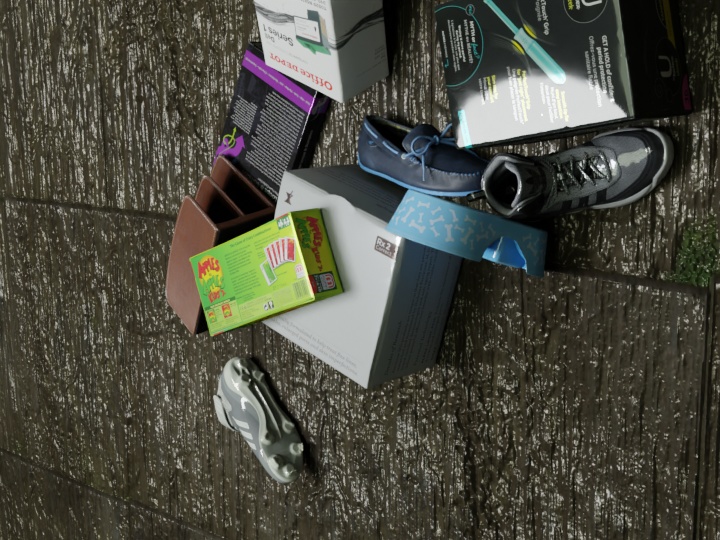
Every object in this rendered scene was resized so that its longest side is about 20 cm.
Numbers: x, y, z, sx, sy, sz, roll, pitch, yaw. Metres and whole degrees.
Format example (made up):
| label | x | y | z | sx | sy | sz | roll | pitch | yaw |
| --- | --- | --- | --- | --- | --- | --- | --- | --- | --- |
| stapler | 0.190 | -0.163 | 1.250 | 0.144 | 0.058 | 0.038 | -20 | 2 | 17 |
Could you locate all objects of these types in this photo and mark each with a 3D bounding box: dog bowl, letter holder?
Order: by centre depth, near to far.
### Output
| label | x | y | z | sx | sy | sz | roll | pitch | yaw |
| --- | --- | --- | --- | --- | --- | --- | --- | --- | --- |
| dog bowl | 0.117 | -0.040 | 1.072 | 0.111 | 0.200 | 0.050 | 24 | 99 | 48 |
| letter holder | -0.209 | -0.039 | 1.403 | 0.142 | 0.101 | 0.200 | 46 | 137 | 26 |

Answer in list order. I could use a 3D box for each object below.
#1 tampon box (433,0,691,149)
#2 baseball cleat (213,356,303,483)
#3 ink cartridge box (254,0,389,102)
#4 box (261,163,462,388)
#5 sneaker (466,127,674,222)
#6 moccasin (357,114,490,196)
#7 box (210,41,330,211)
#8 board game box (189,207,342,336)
| label | x | y | z | sx | sy | sz | roll | pitch | yaw |
| --- | --- | --- | --- | --- | --- | --- | --- | --- | --- |
| tampon box | 0.197 | -0.207 | 1.004 | 0.200 | 0.126 | 0.150 | -5 | 96 | 42 |
| baseball cleat | -0.145 | 0.222 | 1.457 | 0.106 | 0.070 | 0.200 | -51 | 55 | 44 |
| ink cartridge box | -0.051 | -0.313 | 1.184 | 0.146 | 0.084 | 0.200 | 32 | 146 | 35 |
| box | 0.000 | 0.000 | 1.225 | 0.199 | 0.131 | 0.200 | 29 | 117 | 35 |
| sneaker | 0.203 | -0.092 | 1.023 | 0.200 | 0.114 | 0.076 | -17 | 83 | 38 |
| moccasin | 0.065 | -0.133 | 1.169 | 0.200 | 0.080 | 0.068 | 18 | 122 | 38 |
| box | -0.122 | -0.181 | 1.365 | 0.143 | 0.036 | 0.200 | 40 | 122 | 30 |
| board game box | -0.115 | 0.005 | 1.211 | 0.200 | 0.048 | 0.102 | -20 | 84 | 44 |
